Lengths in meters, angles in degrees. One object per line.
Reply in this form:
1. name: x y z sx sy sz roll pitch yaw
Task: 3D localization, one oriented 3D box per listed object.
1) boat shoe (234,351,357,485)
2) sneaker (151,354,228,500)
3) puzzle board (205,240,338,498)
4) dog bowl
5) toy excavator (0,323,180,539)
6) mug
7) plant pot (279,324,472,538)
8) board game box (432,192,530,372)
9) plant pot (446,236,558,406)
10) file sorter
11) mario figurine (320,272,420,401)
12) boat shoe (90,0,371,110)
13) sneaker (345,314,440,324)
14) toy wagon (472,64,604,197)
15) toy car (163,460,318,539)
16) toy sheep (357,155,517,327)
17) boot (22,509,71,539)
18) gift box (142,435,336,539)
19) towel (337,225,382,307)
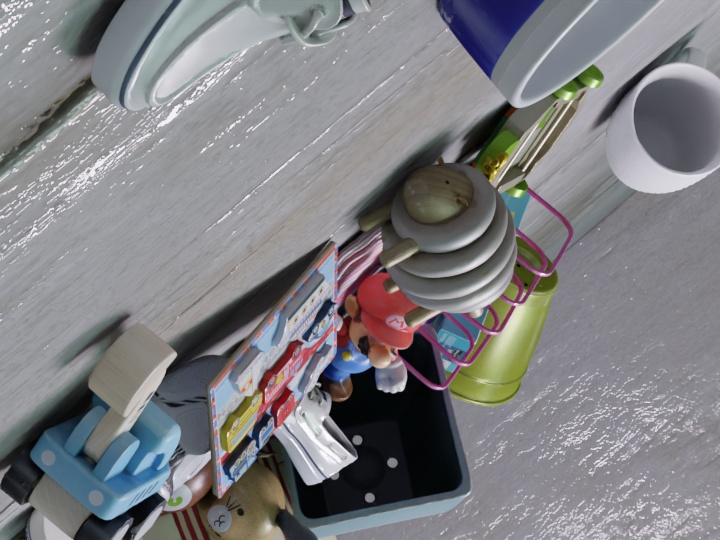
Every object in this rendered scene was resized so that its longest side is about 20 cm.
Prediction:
1. boat shoe: -0.062 0.135 1.540 0.066 0.074 0.201 -24 136 4
2. sneaker: -0.160 0.138 1.397 0.200 0.075 0.115 -52 177 27
3. puzzle board: -0.072 0.089 1.358 0.200 0.017 0.152 -51 155 -37
4. dog bowl: 0.147 -0.199 0.965 0.200 0.079 0.200 -40 172 -6
5. toy excavator: -0.184 0.117 1.152 0.201 0.100 0.194 -56 170 13
6. mug: 0.403 -0.198 2.001 0.175 0.146 0.202 129 -18 -77
7. plant pot: 0.005 0.202 1.735 0.193 0.198 0.200 -11 159 -6
8. board game box: 0.138 0.008 1.831 0.151 0.047 0.202 113 -1 -73
9. plant pot: 0.188 0.055 2.212 0.200 0.200 0.194 -29 155 -52
10. file sorter: 0.111 0.007 1.606 0.200 0.125 0.139 -52 178 34
11. mario figurine: -0.004 0.084 1.532 0.123 0.107 0.200 -28 170 -39
12. boat shoe: -0.023 -0.126 0.619 0.200 0.065 0.074 -42 172 9
13. sneaker: 0.026 0.065 1.774 0.200 0.080 0.088 -46 180 37
14. toy wagon: 0.159 -0.128 1.482 0.200 0.040 0.156 -27 155 -56
15. toy car: -0.137 0.238 1.562 0.164 0.200 0.157 -44 171 28
16. toy sheep: 0.079 -0.022 1.394 0.137 0.138 0.201 -38 144 -12
17. boot: -0.300 0.277 1.495 0.089 0.074 0.200 -13 156 12
18. gift box: -0.139 0.281 1.805 0.199 0.188 0.184 -23 180 26
19. towel: 0.000 0.000 1.529 0.146 0.030 0.200 -38 172 -10
